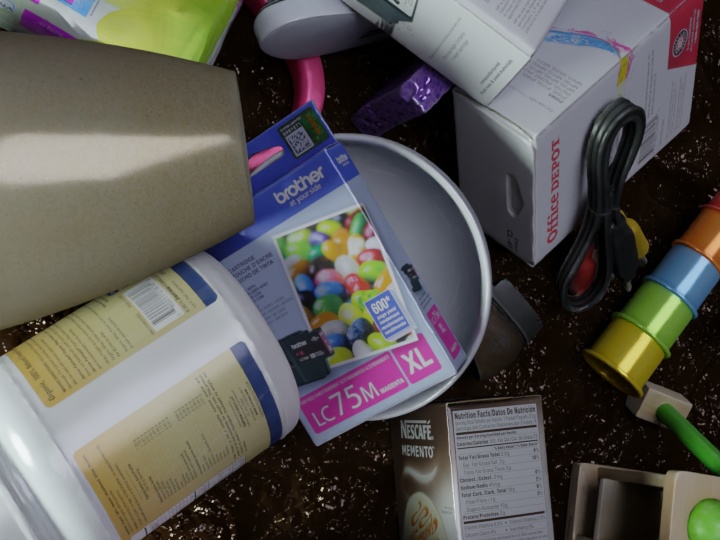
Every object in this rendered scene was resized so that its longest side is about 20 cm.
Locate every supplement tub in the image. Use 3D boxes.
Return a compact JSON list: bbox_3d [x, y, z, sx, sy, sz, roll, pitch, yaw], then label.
[{"bbox_3d":[-0.153,0.093,0.689,0.199,0.144,0.145,-33,95,-21],"label":"supplement tub"}]

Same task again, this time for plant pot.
[{"bbox_3d":[-0.167,-0.060,0.652,0.197,0.187,0.190,-7,85,-4],"label":"plant pot"}]

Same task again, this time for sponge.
[{"bbox_3d":[0.082,-0.179,0.830,0.200,0.111,0.030,-45,100,-19],"label":"sponge"}]

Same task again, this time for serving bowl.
[{"bbox_3d":[0.000,0.000,0.765,0.197,0.066,0.203,5,106,16],"label":"serving bowl"}]

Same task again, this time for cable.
[{"bbox_3d":[0.179,-0.044,0.830,0.096,0.050,0.201,-30,135,-10],"label":"cable"}]

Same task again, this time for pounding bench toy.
[{"bbox_3d":[0.252,0.183,0.826,0.123,0.156,0.203,12,79,-19],"label":"pounding bench toy"}]

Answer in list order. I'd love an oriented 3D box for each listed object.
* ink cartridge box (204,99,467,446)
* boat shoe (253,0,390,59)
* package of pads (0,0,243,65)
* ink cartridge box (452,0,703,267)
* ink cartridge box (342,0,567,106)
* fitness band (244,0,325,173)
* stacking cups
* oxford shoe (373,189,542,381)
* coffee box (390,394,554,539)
[{"bbox_3d":[-0.030,0.004,0.720,0.119,0.042,0.202,-29,93,21],"label":"ink cartridge box"},{"bbox_3d":[-0.010,-0.207,0.798,0.199,0.071,0.068,-23,88,-43],"label":"boat shoe"},{"bbox_3d":[-0.143,-0.223,0.735,0.153,0.068,0.202,28,72,-17],"label":"package of pads"},{"bbox_3d":[0.168,-0.125,0.832,0.199,0.148,0.085,-39,56,-20],"label":"ink cartridge box"},{"bbox_3d":[0.053,-0.235,0.728,0.199,0.086,0.147,35,67,-3],"label":"ink cartridge box"},{"bbox_3d":[-0.113,-0.164,0.794,0.143,0.037,0.201,-40,99,-21],"label":"fitness band"},{"bbox_3d":[0.260,0.006,0.885,0.060,0.060,0.201,39,81,-12],"label":"stacking cups"},{"bbox_3d":[0.044,0.006,0.816,0.200,0.073,0.085,44,80,-7],"label":"oxford shoe"},{"bbox_3d":[0.082,0.194,0.783,0.079,0.114,0.203,-2,83,-20],"label":"coffee box"}]
